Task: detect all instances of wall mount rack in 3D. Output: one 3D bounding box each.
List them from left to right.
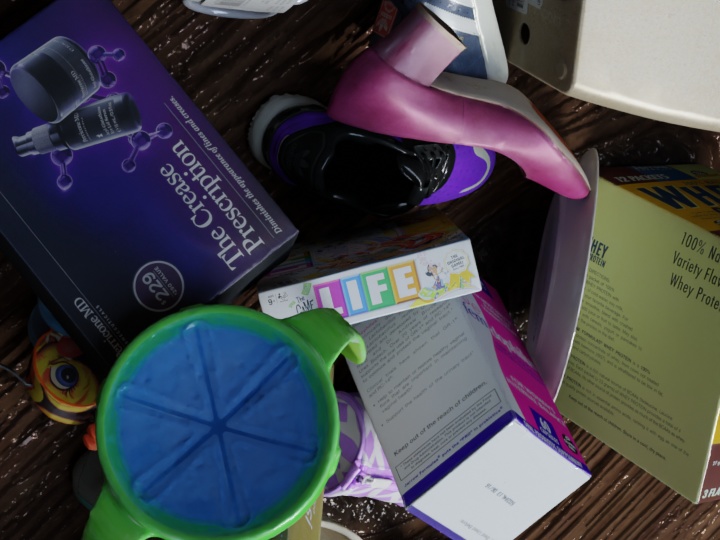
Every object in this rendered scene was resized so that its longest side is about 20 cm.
[{"bbox_3d":[-0.037,-0.201,1.087,0.173,0.200,0.075,4,87,-16],"label":"wall mount rack"}]

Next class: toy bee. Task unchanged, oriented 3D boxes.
[{"bbox_3d":[-0.178,0.057,1.155,0.200,0.109,0.131,-35,172,-6],"label":"toy bee"}]

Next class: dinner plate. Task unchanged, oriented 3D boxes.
[{"bbox_3d":[0.146,0.006,1.330,0.024,0.200,0.201,9,110,1],"label":"dinner plate"}]

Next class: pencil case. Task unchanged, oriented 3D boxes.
[{"bbox_3d":[0.044,0.145,1.367,0.199,0.085,0.084,12,107,-39],"label":"pencil case"}]

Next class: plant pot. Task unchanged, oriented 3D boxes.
[{"bbox_3d":[0.193,-0.208,1.241,0.176,0.200,0.201,-7,115,-26],"label":"plant pot"}]

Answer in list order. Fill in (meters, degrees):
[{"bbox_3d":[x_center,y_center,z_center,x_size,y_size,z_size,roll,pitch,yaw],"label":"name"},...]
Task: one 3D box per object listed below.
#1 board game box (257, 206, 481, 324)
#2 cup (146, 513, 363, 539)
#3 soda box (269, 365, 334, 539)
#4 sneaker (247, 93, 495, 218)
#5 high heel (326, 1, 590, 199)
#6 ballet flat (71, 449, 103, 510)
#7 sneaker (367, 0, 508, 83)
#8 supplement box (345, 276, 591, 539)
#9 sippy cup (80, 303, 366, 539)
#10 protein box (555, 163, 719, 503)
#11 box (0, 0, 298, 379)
[{"bbox_3d":[0.000,0.000,1.171,0.134,0.200,0.034,-15,98,-2],"label":"board game box"},{"bbox_3d":[-0.102,0.234,1.268,0.199,0.143,0.201,-15,119,-30],"label":"cup"},{"bbox_3d":[-0.062,0.124,1.157,0.067,0.201,0.064,-8,137,13],"label":"soda box"},{"bbox_3d":[0.026,-0.068,1.242,0.199,0.099,0.070,3,112,-35],"label":"sneaker"},{"bbox_3d":[0.070,-0.091,1.218,0.096,0.068,0.200,-44,117,12],"label":"high heel"},{"bbox_3d":[-0.108,0.114,1.259,0.199,0.064,0.068,-33,126,-19],"label":"ballet flat"},{"bbox_3d":[0.038,-0.192,1.212,0.084,0.075,0.201,-28,121,-14],"label":"sneaker"},{"bbox_3d":[0.066,0.086,1.267,0.103,0.200,0.101,-41,133,14],"label":"supplement box"},{"bbox_3d":[-0.078,0.102,1.031,0.177,0.141,0.130,-8,162,-2],"label":"sippy cup"},{"bbox_3d":[0.264,0.042,1.399,0.134,0.198,0.201,-5,114,-34],"label":"protein box"},{"bbox_3d":[-0.154,-0.050,1.069,0.141,0.079,0.200,-39,86,-11],"label":"box"}]
